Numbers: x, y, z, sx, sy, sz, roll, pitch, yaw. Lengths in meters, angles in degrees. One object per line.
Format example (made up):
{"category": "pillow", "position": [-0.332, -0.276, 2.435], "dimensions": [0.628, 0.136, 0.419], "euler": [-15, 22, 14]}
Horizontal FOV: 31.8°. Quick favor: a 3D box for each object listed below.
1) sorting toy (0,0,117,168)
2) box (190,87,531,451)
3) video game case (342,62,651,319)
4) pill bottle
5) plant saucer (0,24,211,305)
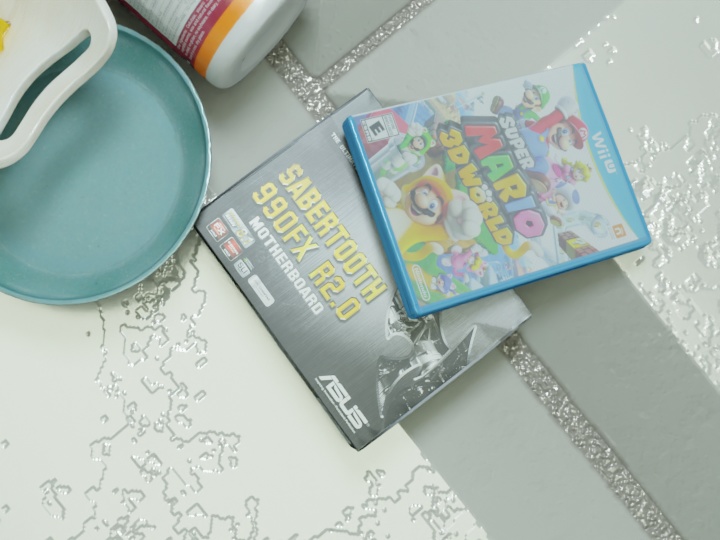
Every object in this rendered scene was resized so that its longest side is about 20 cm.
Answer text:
{"category": "sorting toy", "position": [-0.253, -0.158, 0.826], "dimensions": [0.180, 0.107, 0.200], "euler": [39, 84, 21]}
{"category": "box", "position": [0.000, 0.000, 0.893], "dimensions": [0.158, 0.048, 0.201], "euler": [-36, 90, -6]}
{"category": "video game case", "position": [0.099, -0.060, 0.886], "dimensions": [0.198, 0.018, 0.145], "euler": [-16, 81, -24]}
{"category": "pill bottle", "position": [-0.135, -0.230, 0.868], "dimensions": [0.200, 0.110, 0.110], "euler": [42, 83, 0]}
{"category": "plant saucer", "position": [-0.199, -0.073, 0.876], "dimensions": [0.197, 0.036, 0.203], "euler": [0, 79, 2]}
